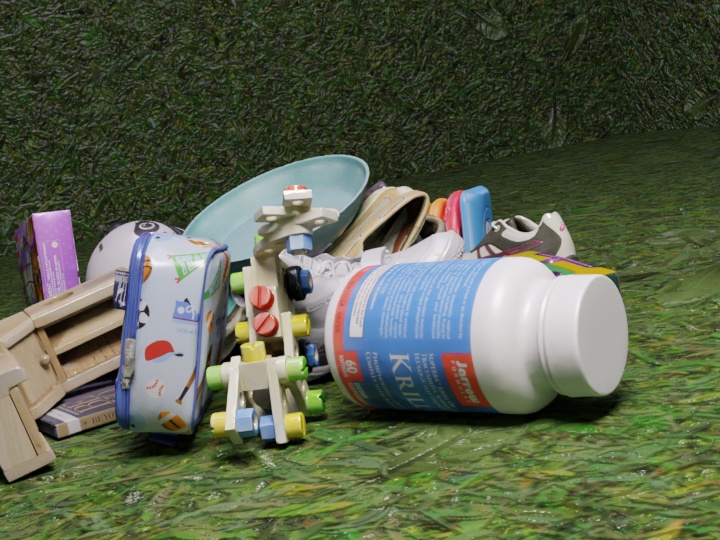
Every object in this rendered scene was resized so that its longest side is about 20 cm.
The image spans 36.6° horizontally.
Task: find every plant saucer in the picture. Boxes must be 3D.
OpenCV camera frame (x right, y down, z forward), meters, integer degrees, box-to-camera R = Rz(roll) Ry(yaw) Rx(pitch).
[{"bbox_3d":[-0.079,-0.049,1.066,0.200,0.036,0.200,-18,27,10],"label":"plant saucer"}]

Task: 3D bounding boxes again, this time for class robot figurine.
[{"bbox_3d":[-0.193,0.017,1.138,0.150,0.125,0.200,1,-11,29],"label":"robot figurine"}]

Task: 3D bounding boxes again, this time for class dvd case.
[{"bbox_3d":[-0.216,0.110,1.020,0.200,0.016,0.149,-16,11,-34],"label":"dvd case"}]

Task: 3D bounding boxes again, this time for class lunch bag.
[{"bbox_3d":[-0.149,0.051,0.868,0.076,0.160,0.200,7,2,-1],"label":"lunch bag"}]

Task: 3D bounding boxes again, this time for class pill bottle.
[{"bbox_3d":[0.082,0.047,0.783,0.200,0.112,0.112,-4,10,38],"label":"pill bottle"}]

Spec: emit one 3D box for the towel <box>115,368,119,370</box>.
[{"bbox_3d":[-0.318,0.101,1.116,0.192,0.035,0.200,-8,0,-8],"label":"towel"}]

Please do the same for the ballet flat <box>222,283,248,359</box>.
[{"bbox_3d":[-0.125,0.024,1.083,0.067,0.062,0.200,12,33,14],"label":"ballet flat"}]

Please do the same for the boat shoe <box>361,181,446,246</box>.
[{"bbox_3d":[0.065,-0.029,1.154,0.065,0.200,0.072,-42,40,18],"label":"boat shoe"}]

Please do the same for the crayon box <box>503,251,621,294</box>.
[{"bbox_3d":[0.119,0.035,1.001,0.172,0.058,0.200,-14,9,-11],"label":"crayon box"}]

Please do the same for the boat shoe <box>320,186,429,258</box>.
[{"bbox_3d":[0.000,0.000,1.026,0.076,0.072,0.200,-2,55,59],"label":"boat shoe"}]

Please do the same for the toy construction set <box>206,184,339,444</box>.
[{"bbox_3d":[-0.068,0.036,0.833,0.092,0.200,0.131,6,-11,13],"label":"toy construction set"}]

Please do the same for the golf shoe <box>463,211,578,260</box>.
[{"bbox_3d":[0.163,-0.020,1.227,0.077,0.088,0.200,-19,11,-41],"label":"golf shoe"}]

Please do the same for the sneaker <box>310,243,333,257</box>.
[{"bbox_3d":[-0.075,0.000,1.210,0.200,0.082,0.077,24,38,-12],"label":"sneaker"}]

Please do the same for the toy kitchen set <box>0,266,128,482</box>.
[{"bbox_3d":[-0.260,0.041,0.903,0.180,0.163,0.200,-26,17,-20],"label":"toy kitchen set"}]

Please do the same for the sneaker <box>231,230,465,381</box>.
[{"bbox_3d":[-0.015,0.005,0.935,0.200,0.115,0.075,-36,16,17],"label":"sneaker"}]

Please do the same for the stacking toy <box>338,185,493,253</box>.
[{"bbox_3d":[0.066,-0.043,1.379,0.200,0.110,0.116,-3,7,19],"label":"stacking toy"}]

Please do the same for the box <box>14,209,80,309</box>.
[{"bbox_3d":[-0.326,0.015,1.139,0.039,0.137,0.200,-8,-1,-23],"label":"box"}]
